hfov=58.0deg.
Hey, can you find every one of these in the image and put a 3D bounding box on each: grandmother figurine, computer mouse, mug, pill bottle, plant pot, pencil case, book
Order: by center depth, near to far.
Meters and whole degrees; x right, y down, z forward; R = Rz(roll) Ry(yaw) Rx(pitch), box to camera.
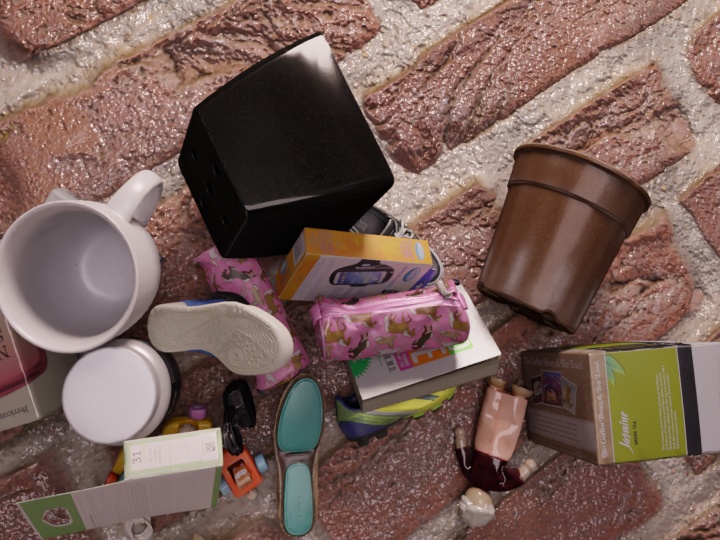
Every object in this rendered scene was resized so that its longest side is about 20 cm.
[{"bbox_3d":[-0.283,-0.022,0.725,0.145,0.175,0.203,33,91,-6],"label":"mug"},{"bbox_3d":[-0.272,0.138,0.754,0.110,0.200,0.118,1,84,-10],"label":"pill bottle"},{"bbox_3d":[-0.153,0.176,0.777,0.033,0.200,0.060,-19,95,-4],"label":"computer mouse"},{"bbox_3d":[-0.106,-0.126,0.781,0.174,0.200,0.204,-24,83,-31],"label":"plant pot"},{"bbox_3d":[0.036,0.063,0.815,0.193,0.083,0.090,-8,105,-2],"label":"pencil case"},{"bbox_3d":[-0.142,0.054,0.848,0.085,0.083,0.205,-26,90,7],"label":"pencil case"},{"bbox_3d":[0.073,0.101,0.882,0.194,0.049,0.136,-15,52,-12],"label":"book"},{"bbox_3d":[0.265,-0.034,0.892,0.195,0.200,0.203,24,88,-8],"label":"plant pot"},{"bbox_3d":[0.185,0.259,0.907,0.119,0.060,0.206,16,86,33],"label":"grandmother figurine"}]

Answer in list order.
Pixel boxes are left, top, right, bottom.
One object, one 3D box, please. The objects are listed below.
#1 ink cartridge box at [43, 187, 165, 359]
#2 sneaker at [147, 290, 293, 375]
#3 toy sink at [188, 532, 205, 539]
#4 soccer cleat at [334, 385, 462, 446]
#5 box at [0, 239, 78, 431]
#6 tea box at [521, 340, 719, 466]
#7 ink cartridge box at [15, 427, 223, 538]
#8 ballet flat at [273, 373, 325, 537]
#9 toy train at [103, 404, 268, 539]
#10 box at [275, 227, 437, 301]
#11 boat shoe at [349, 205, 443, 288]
[{"bbox_3d":[-0.370,0.025,0.835,0.158,0.047,0.203,33,94,-6],"label":"ink cartridge box"},{"bbox_3d":[-0.138,0.068,0.744,0.194,0.110,0.080,2,94,30],"label":"sneaker"},{"bbox_3d":[-0.229,0.443,0.771,0.111,0.130,0.202,38,80,-5],"label":"toy sink"},{"bbox_3d":[0.056,0.161,0.885,0.196,0.065,0.086,-26,99,-11],"label":"soccer cleat"},{"bbox_3d":[-0.426,0.078,0.752,0.124,0.109,0.206,-17,94,6],"label":"box"},{"bbox_3d":[0.346,0.168,0.876,0.190,0.200,0.139,-2,85,-10],"label":"tea box"},{"bbox_3d":[-0.249,0.231,0.700,0.193,0.147,0.049,-3,56,-18],"label":"ink cartridge box"},{"bbox_3d":[-0.084,0.237,0.850,0.068,0.065,0.208,6,86,-11],"label":"ballet flat"},{"bbox_3d":[-0.219,0.262,0.813,0.195,0.056,0.154,-25,104,-11],"label":"toy train"},{"bbox_3d":[0.000,0.000,0.833,0.194,0.119,0.043,3,61,-27],"label":"box"},{"bbox_3d":[0.038,-0.045,0.902,0.198,0.068,0.074,41,79,-5],"label":"boat shoe"}]
